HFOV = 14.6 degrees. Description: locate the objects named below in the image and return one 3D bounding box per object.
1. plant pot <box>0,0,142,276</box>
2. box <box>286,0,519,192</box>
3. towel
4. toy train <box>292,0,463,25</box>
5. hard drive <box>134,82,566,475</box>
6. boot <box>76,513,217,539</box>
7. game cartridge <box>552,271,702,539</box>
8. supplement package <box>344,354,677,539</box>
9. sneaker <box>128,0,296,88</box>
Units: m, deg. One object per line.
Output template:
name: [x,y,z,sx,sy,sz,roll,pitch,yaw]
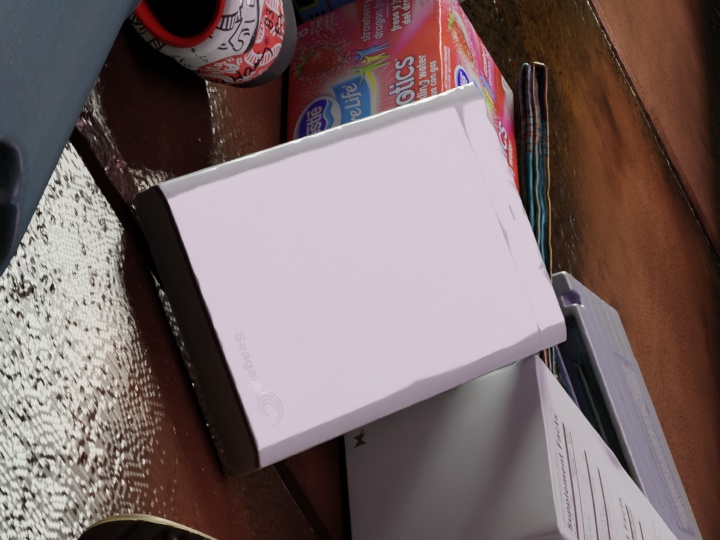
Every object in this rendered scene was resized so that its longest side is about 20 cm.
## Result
plant pot: [-0.155,-0.095,0.873,0.201,0.199,0.197,56,31,-36]
box: [0.023,-0.049,1.459,0.100,0.095,0.201,56,22,-37]
towel: [0.091,-0.006,1.573,0.147,0.022,0.202,109,-20,-83]
toy train: [-0.011,-0.224,1.521,0.087,0.114,0.201,-74,140,-67]
hard drive: [0.000,0.000,1.289,0.199,0.026,0.133,-20,90,-40]
boot: [-0.034,0.140,1.129,0.174,0.066,0.200,30,4,-3]
game cartridge: [0.159,0.107,1.678,0.130,0.038,0.201,41,28,-69]
supplement package: [0.086,0.155,1.396,0.200,0.113,0.110,50,25,-42]
sneaker: [-0.088,-0.189,1.336,0.108,0.067,0.203,8,66,-73]
